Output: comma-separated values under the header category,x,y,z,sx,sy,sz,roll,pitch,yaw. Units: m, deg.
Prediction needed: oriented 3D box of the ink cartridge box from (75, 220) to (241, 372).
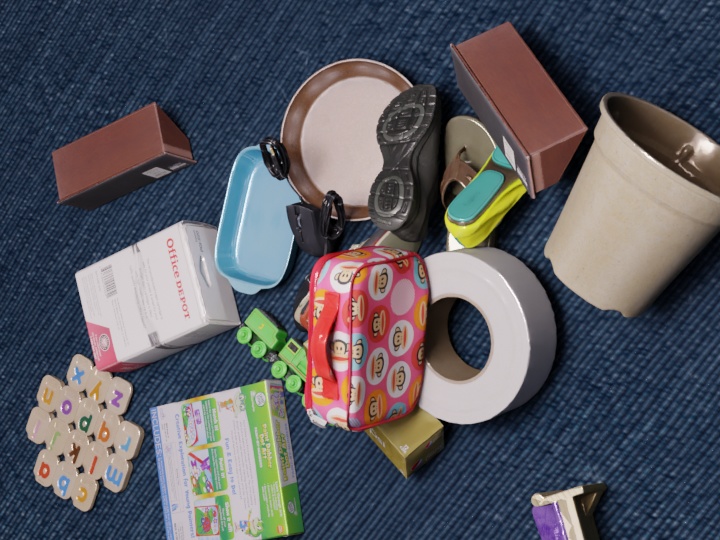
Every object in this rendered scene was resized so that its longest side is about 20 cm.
category,x,y,z,sx,sy,sz,roll,pitch,yaw
ink cartridge box,-0.273,0.037,1.938,0.199,0.084,0.147,-23,75,29

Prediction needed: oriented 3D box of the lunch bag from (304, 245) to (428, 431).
category,x,y,z,sx,sy,sz,roll,pitch,yaw
lunch bag,0.000,0.078,1.622,0.081,0.175,0.203,10,103,34

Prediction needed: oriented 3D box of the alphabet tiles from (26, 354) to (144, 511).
category,x,y,z,sx,sy,sz,roll,pitch,yaw
alphabet tiles,-0.391,0.229,2.033,0.199,0.015,0.198,24,98,30

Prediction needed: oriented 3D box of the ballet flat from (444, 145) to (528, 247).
category,x,y,z,sx,sy,sz,roll,pitch,yaw
ballet flat,0.172,-0.103,1.685,0.067,0.067,0.200,27,65,38

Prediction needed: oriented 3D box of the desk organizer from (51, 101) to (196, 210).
category,x,y,z,sx,sy,sz,roll,pitch,yaw
desk organizer,-0.332,-0.157,1.997,0.198,0.071,0.078,-21,73,28

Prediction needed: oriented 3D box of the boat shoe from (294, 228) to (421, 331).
category,x,y,z,sx,sy,sz,roll,pitch,yaw
boat shoe,0.000,0.000,1.763,0.062,0.071,0.200,29,75,43

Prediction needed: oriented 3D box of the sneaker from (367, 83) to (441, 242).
category,x,y,z,sx,sy,sz,roll,pitch,yaw
sneaker,0.062,-0.128,1.730,0.075,0.091,0.202,3,69,32

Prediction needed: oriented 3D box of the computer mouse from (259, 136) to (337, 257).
category,x,y,z,sx,sy,sz,roll,pitch,yaw
computer mouse,-0.082,-0.085,1.786,0.058,0.201,0.034,14,55,41

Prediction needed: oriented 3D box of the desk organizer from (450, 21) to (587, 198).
category,x,y,z,sx,sy,sz,roll,pitch,yaw
desk organizer,0.182,-0.188,1.644,0.076,0.072,0.201,-25,53,-5

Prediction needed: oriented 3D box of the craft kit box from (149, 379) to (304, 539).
category,x,y,z,sx,sy,sz,roll,pitch,yaw
craft kit box,-0.178,0.260,1.888,0.196,0.048,0.202,-15,79,32

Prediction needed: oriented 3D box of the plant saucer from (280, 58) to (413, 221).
category,x,y,z,sx,sy,sz,roll,pitch,yaw
plant saucer,-0.003,-0.162,1.805,0.198,0.034,0.203,0,89,19

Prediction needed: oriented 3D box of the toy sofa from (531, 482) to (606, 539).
category,x,y,z,sx,sy,sz,roll,pitch,yaw
toy sofa,0.245,0.344,1.607,0.097,0.083,0.202,-20,76,26

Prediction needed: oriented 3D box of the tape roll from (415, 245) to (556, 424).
category,x,y,z,sx,sy,sz,roll,pitch,yaw
tape roll,0.126,0.075,1.684,0.201,0.071,0.205,7,102,35

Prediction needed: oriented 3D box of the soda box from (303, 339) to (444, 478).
category,x,y,z,sx,sy,sz,roll,pitch,yaw
soda box,0.016,0.153,1.754,0.064,0.068,0.200,-37,64,-16

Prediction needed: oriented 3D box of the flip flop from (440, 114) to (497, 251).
category,x,y,z,sx,sy,sz,roll,pitch,yaw
flip flop,0.126,-0.087,1.725,0.080,0.057,0.203,2,88,31

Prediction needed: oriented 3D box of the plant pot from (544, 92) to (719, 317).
category,x,y,z,sx,sy,sz,roll,pitch,yaw
plant pot,0.300,-0.060,1.560,0.200,0.199,0.184,45,119,25

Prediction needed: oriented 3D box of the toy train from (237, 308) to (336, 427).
category,x,y,z,sx,sy,sz,roll,pitch,yaw
toy train,-0.082,0.123,1.845,0.200,0.042,0.057,41,96,26

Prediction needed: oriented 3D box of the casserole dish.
category,x,y,z,sx,sy,sz,roll,pitch,yaw
casserole dish,-0.124,-0.068,1.885,0.120,0.039,0.202,14,92,31

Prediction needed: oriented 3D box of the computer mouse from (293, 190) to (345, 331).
category,x,y,z,sx,sy,sz,roll,pitch,yaw
computer mouse,-0.055,-0.012,1.790,0.034,0.058,0.202,28,122,27
